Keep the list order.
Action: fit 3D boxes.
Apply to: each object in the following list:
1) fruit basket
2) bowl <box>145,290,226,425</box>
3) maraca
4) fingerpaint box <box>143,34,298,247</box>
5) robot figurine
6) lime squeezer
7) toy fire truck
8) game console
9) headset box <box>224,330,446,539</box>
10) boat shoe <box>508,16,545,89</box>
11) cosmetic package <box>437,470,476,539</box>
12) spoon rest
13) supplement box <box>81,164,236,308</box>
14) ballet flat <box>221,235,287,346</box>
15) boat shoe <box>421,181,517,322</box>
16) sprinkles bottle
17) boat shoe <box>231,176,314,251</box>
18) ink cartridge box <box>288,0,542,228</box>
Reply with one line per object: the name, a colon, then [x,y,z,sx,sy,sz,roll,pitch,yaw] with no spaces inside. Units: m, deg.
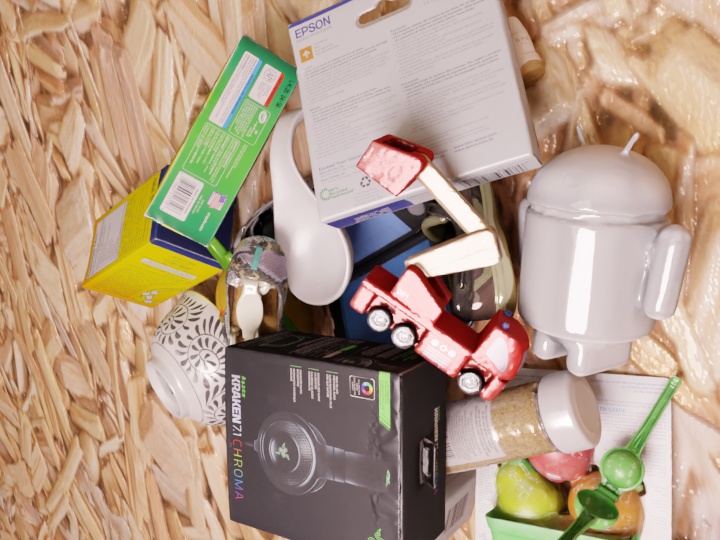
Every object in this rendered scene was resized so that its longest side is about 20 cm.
fruit basket: [0.198,0.196,0.647,0.185,0.094,0.200,-2,80,32]
bowl: [-0.224,0.136,0.909,0.201,0.094,0.201,33,140,34]
maraca: [-0.121,0.033,0.803,0.137,0.107,0.200,32,160,40]
fingerpaint box: [-0.151,-0.134,0.732,0.200,0.073,0.167,-62,18,-1]
robot figurine: [0.192,-0.016,0.565,0.170,0.113,0.200,24,118,53]
lime squeezer: [0.208,0.169,0.565,0.038,0.200,0.071,19,139,44]
toy fire truck: [0.066,-0.002,0.550,0.200,0.049,0.141,34,113,4]
game console: [0.000,0.000,0.713,0.171,0.118,0.200,38,134,-24]
headset box: [-0.017,0.155,0.617,0.200,0.093,0.174,5,99,31]
boat shoe: [0.074,-0.173,0.650,0.200,0.071,0.069,-22,85,31]
cosmetic package: [0.022,0.230,0.773,0.200,0.101,0.071,23,116,33]
spoon rest: [-0.054,-0.065,0.669,0.099,0.061,0.200,-6,90,42]
supplement box: [-0.269,-0.038,0.907,0.200,0.109,0.109,-23,56,40]
ballet flat: [-0.113,0.057,0.703,0.072,0.072,0.200,35,138,27]
boat shoe: [0.089,-0.046,0.627,0.072,0.066,0.201,100,160,-65]
sprinkles bottle: [0.115,0.147,0.626,0.200,0.068,0.068,-23,87,34]
boat shoe: [-0.109,-0.048,0.825,0.200,0.068,0.072,-26,85,40]
ink cartridge box: [0.040,-0.158,0.599,0.199,0.041,0.200,-15,78,24]
